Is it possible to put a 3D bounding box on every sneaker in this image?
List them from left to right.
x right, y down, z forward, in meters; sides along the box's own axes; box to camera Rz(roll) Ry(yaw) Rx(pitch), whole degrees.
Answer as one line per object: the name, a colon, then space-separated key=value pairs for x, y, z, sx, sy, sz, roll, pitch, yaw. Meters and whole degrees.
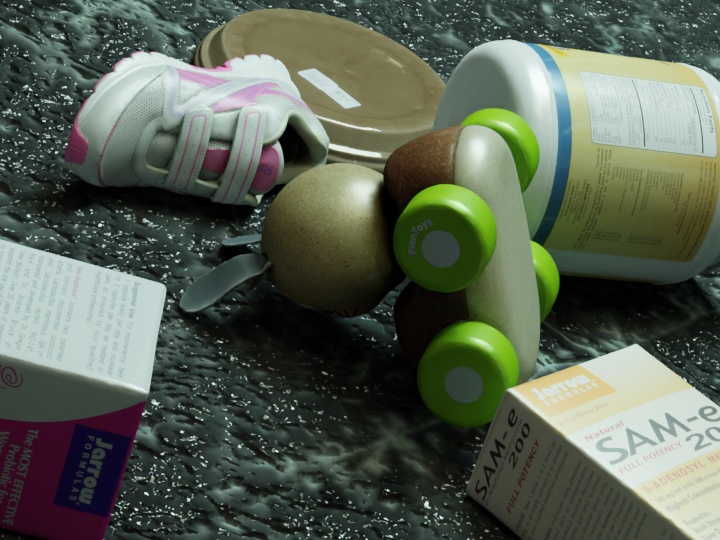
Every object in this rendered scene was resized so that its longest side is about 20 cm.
sneaker: x=-0.093 y=-0.084 z=1.396 sx=0.199 sy=0.082 sz=0.088 roll=-14 pitch=42 yaw=-44

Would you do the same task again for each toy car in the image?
toy car: x=0.000 y=0.000 z=1.303 sx=0.198 sy=0.159 sz=0.164 roll=-4 pitch=20 yaw=17

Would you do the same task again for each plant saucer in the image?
plant saucer: x=-0.019 y=-0.130 z=1.575 sx=0.198 sy=0.030 sz=0.201 roll=16 pitch=30 yaw=-9

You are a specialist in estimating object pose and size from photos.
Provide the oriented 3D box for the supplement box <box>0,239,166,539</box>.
supplement box: x=-0.204 y=0.046 z=1.088 sx=0.198 sy=0.102 sz=0.104 roll=14 pitch=30 yaw=-9

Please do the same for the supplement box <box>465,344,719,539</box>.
supplement box: x=0.173 y=0.133 z=1.199 sx=0.200 sy=0.074 sz=0.125 roll=38 pitch=33 yaw=30

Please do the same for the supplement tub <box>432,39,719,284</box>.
supplement tub: x=0.159 y=-0.067 z=1.456 sx=0.198 sy=0.146 sz=0.145 roll=5 pitch=32 yaw=-25
